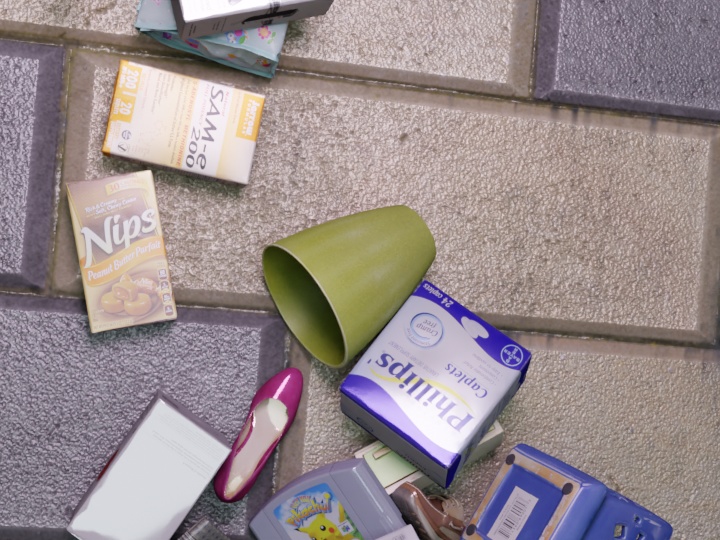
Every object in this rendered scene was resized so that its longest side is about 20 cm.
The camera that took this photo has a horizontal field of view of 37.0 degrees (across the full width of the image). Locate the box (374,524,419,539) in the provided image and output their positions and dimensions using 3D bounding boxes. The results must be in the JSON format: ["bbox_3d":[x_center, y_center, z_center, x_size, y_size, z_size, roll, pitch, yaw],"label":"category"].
[{"bbox_3d":[0.019,0.431,1.454,0.143,0.036,0.201,-21,137,-11],"label":"box"}]

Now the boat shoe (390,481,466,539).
[{"bbox_3d":[0.103,0.340,1.488,0.072,0.075,0.201,-49,138,-16],"label":"boat shoe"}]

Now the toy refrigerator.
[{"bbox_3d":[0.095,0.248,1.503,0.199,0.070,0.076,-26,65,-9],"label":"toy refrigerator"}]

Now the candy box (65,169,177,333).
[{"bbox_3d":[-0.318,-0.025,1.442,0.114,0.055,0.202,-10,92,-11],"label":"candy box"}]

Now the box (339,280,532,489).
[{"bbox_3d":[0.100,0.152,1.452,0.183,0.105,0.200,34,71,15],"label":"box"}]

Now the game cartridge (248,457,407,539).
[{"bbox_3d":[-0.051,0.339,1.458,0.199,0.040,0.134,-32,93,21],"label":"game cartridge"}]

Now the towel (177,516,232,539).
[{"bbox_3d":[-0.232,0.424,1.415,0.192,0.034,0.201,-44,142,-11],"label":"towel"}]

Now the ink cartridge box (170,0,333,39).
[{"bbox_3d":[-0.142,-0.384,1.344,0.198,0.084,0.146,-13,90,-15],"label":"ink cartridge box"}]

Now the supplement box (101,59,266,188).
[{"bbox_3d":[-0.237,-0.195,1.449,0.198,0.073,0.127,12,88,-11],"label":"supplement box"}]

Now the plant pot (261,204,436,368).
[{"bbox_3d":[0.000,0.000,1.457,0.199,0.187,0.188,-32,96,-24],"label":"plant pot"}]

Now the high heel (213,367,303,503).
[{"bbox_3d":[-0.135,0.221,1.457,0.067,0.096,0.201,39,83,-8],"label":"high heel"}]

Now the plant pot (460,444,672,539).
[{"bbox_3d":[0.261,0.360,1.450,0.179,0.199,0.201,38,81,-33],"label":"plant pot"}]

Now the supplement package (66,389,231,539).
[{"bbox_3d":[-0.277,0.277,1.416,0.119,0.121,0.201,36,83,-9],"label":"supplement package"}]

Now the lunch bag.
[{"bbox_3d":[-0.187,-0.370,1.436,0.198,0.122,0.172,16,85,-7],"label":"lunch bag"}]
